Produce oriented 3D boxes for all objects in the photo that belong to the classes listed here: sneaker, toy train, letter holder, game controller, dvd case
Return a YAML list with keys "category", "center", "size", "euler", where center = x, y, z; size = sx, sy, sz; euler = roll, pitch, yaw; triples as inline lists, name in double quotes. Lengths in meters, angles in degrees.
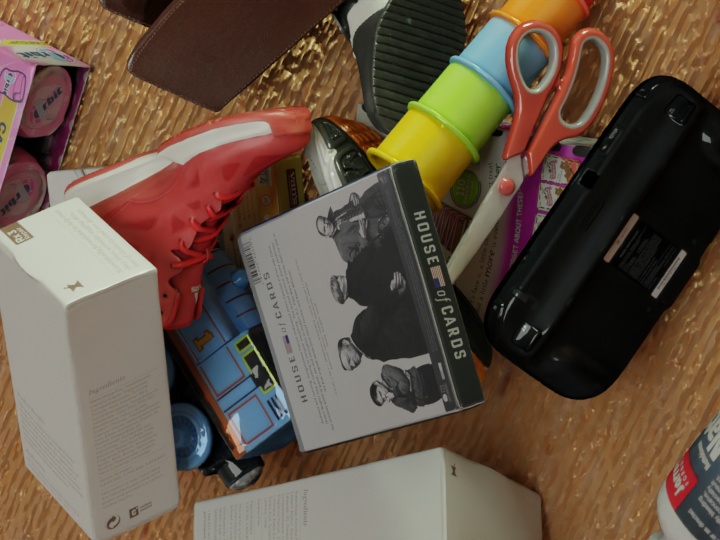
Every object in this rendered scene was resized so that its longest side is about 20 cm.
- category: "sneaker"
  center: [0.017, -0.174, 1.589]
  size: [0.088, 0.074, 0.201]
  euler: [-20, 59, 48]
- category: "sneaker"
  center: [-0.097, -0.029, 1.564]
  size: [0.200, 0.078, 0.116]
  euler: [-20, 86, 40]
- category: "toy train"
  center: [-0.107, 0.047, 1.645]
  size: [0.114, 0.087, 0.200]
  euler: [-37, 76, 22]
- category: "letter holder"
  center: [-0.095, -0.213, 1.578]
  size: [0.200, 0.142, 0.101]
  euler: [-36, 43, 43]
- category: "game controller"
  center: [0.161, -0.018, 1.486]
  size: [0.200, 0.104, 0.042]
  euler: [-55, 35, 0]
- category: "dvd case"
  center: [-0.004, 0.027, 1.498]
  size: [0.200, 0.025, 0.151]
  euler: [-21, 85, 59]
- category: "sneaker"
  center: [0.000, 0.000, 1.554]
  size: [0.092, 0.076, 0.201]
  euler: [-32, 77, 35]

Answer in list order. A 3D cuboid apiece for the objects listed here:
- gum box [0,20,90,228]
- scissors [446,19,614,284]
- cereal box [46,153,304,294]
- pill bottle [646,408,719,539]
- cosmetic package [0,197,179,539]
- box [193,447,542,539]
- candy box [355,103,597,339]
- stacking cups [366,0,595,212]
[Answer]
- category: "gum box"
  center: [-0.287, -0.079, 1.792]
  size: [0.113, 0.066, 0.201]
  euler: [28, 108, 28]
- category: "scissors"
  center: [0.101, -0.059, 1.495]
  size: [0.014, 0.073, 0.201]
  euler: [7, 79, 69]
- category: "cereal box"
  center: [-0.128, -0.006, 1.717]
  size: [0.199, 0.039, 0.145]
  euler: [-3, 95, 31]
- category: "pill bottle"
  center: [0.248, 0.137, 1.456]
  size: [0.120, 0.119, 0.200]
  euler: [43, 114, 21]
- category: "cosmetic package"
  center: [-0.176, 0.065, 1.568]
  size: [0.102, 0.074, 0.201]
  euler: [40, 143, 40]
- category: "box"
  center: [0.005, 0.194, 1.592]
  size: [0.199, 0.124, 0.098]
  euler: [-16, 63, 31]
- category: "candy box"
  center: [0.087, -0.027, 1.574]
  size: [0.199, 0.061, 0.137]
  euler: [14, 102, 29]
- category: "stacking cups"
  center: [0.085, -0.133, 1.520]
  size: [0.060, 0.061, 0.200]
  euler: [34, 82, 24]
